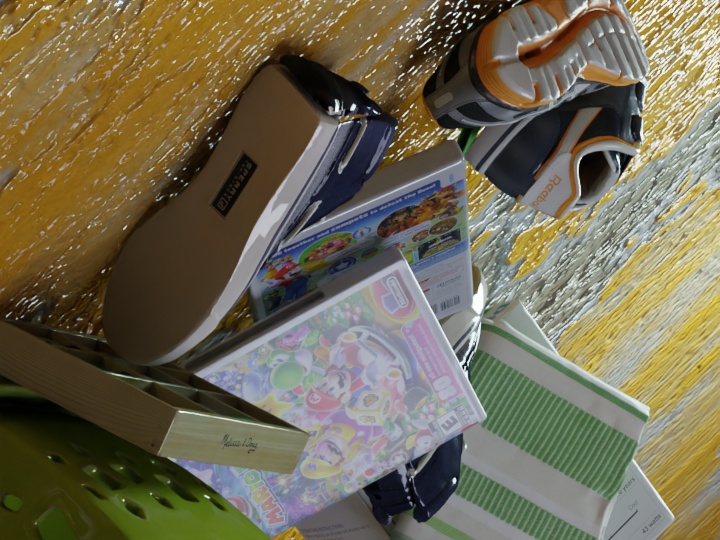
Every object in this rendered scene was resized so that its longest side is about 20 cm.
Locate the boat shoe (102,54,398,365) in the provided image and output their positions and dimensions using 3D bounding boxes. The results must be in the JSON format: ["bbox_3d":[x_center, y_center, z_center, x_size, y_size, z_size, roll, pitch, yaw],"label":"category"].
[{"bbox_3d":[-0.056,-0.026,1.542,0.200,0.075,0.093,-51,153,21],"label":"boat shoe"}]

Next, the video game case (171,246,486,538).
[{"bbox_3d":[-0.036,0.087,1.707,0.199,0.018,0.144,-29,127,0],"label":"video game case"}]

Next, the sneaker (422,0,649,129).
[{"bbox_3d":[0.106,-0.130,1.682,0.077,0.079,0.200,-28,175,35],"label":"sneaker"}]

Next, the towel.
[{"bbox_3d":[0.107,0.150,1.912,0.023,0.152,0.201,-18,-134,61],"label":"towel"}]

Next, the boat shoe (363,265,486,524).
[{"bbox_3d":[0.041,0.083,1.857,0.200,0.074,0.093,-54,132,-49],"label":"boat shoe"}]

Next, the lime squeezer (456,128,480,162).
[{"bbox_3d":[0.027,-0.027,1.782,0.200,0.038,0.071,-44,165,10],"label":"lime squeezer"}]

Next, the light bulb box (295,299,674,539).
[{"bbox_3d":[0.077,0.162,1.977,0.198,0.200,0.125,-41,-170,-29],"label":"light bulb box"}]

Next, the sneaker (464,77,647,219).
[{"bbox_3d":[0.141,-0.088,1.778,0.200,0.079,0.079,-40,170,-51],"label":"sneaker"}]

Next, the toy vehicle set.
[{"bbox_3d":[-0.118,0.070,1.550,0.027,0.124,0.200,-65,160,2],"label":"toy vehicle set"}]

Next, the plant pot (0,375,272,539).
[{"bbox_3d":[-0.187,0.167,1.531,0.199,0.182,0.200,-47,161,11],"label":"plant pot"}]

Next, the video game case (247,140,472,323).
[{"bbox_3d":[0.000,0.000,1.721,0.143,0.018,0.200,-23,155,-7],"label":"video game case"}]
